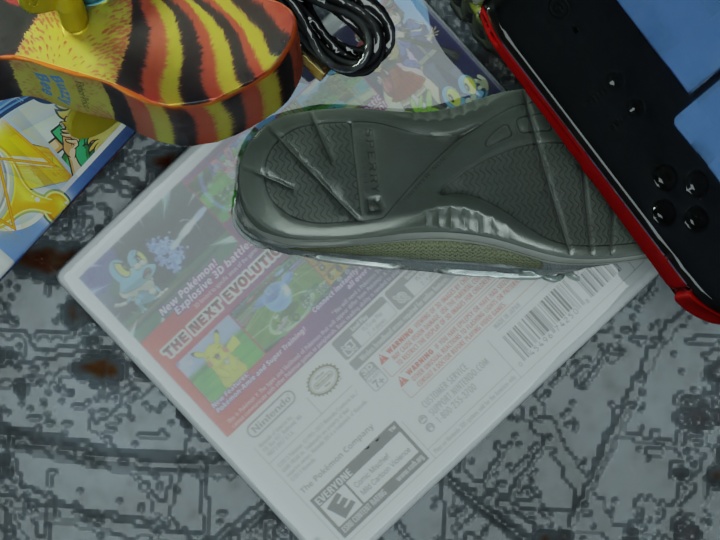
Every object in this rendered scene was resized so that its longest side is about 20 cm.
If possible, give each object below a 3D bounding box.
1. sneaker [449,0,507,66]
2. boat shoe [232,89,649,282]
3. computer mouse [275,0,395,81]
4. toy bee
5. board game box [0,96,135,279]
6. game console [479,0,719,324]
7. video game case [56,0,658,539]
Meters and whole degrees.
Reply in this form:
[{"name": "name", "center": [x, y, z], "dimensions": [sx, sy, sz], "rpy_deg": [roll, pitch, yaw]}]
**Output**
[{"name": "sneaker", "center": [0.057, -0.182, 1.075], "dimensions": [0.084, 0.074, 0.201], "rpy_deg": [-21, 95, -3]}, {"name": "boat shoe", "center": [0.046, -0.031, 1.074], "dimensions": [0.200, 0.065, 0.075], "rpy_deg": [-2, 75, -9]}, {"name": "computer mouse", "center": [0.024, -0.172, 1.018], "dimensions": [0.200, 0.044, 0.110], "rpy_deg": [-44, 88, -9]}, {"name": "toy bee", "center": [-0.127, -0.092, 1.005], "dimensions": [0.199, 0.131, 0.109], "rpy_deg": [21, 69, 35]}, {"name": "board game box", "center": [-0.190, -0.100, 1.056], "dimensions": [0.200, 0.034, 0.136], "rpy_deg": [42, 62, -6]}, {"name": "game console", "center": [0.166, -0.092, 1.072], "dimensions": [0.200, 0.031, 0.177], "rpy_deg": [-39, 97, -27]}, {"name": "video game case", "center": [0.000, 0.000, 1.110], "dimensions": [0.200, 0.023, 0.182], "rpy_deg": [-43, 96, 1]}]
